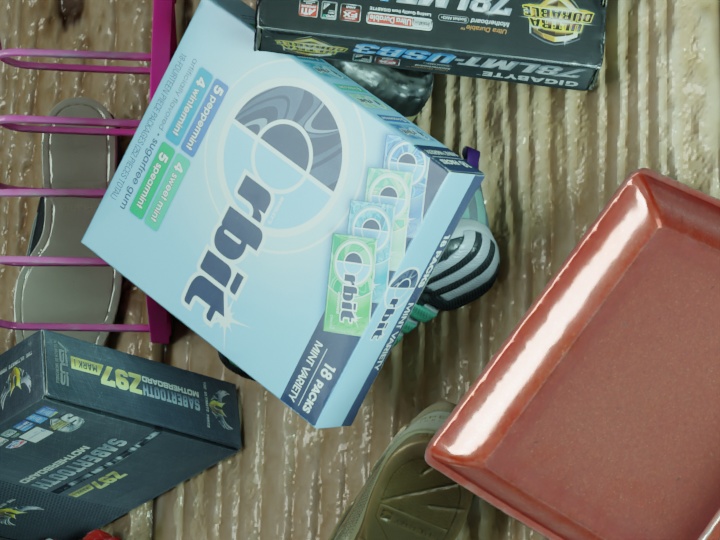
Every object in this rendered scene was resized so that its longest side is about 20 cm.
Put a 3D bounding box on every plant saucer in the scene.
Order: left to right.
[{"bbox_3d":[0.155,0.060,1.422,0.200,0.037,0.199,-53,39,-7],"label":"plant saucer"}]

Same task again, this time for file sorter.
[{"bbox_3d":[-0.182,-0.071,1.790,0.139,0.124,0.202,98,173,-70],"label":"file sorter"}]

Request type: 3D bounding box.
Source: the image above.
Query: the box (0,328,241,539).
[{"bbox_3d":[-0.197,0.112,1.759,0.199,0.157,0.051,-29,56,39],"label":"box"}]

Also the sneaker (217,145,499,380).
[{"bbox_3d":[0.000,0.000,1.650,0.199,0.074,0.088,-25,48,30],"label":"sneaker"}]

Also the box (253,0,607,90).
[{"bbox_3d":[0.047,-0.212,1.577,0.050,0.198,0.200,102,173,-77],"label":"box"}]

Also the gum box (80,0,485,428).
[{"bbox_3d":[-0.048,-0.035,1.596,0.200,0.044,0.171,37,108,26],"label":"gum box"}]

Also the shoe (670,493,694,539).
[{"bbox_3d":[0.143,0.188,1.415,0.070,0.053,0.201,3,65,63],"label":"shoe"}]

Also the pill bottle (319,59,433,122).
[{"bbox_3d":[-0.026,-0.104,1.675,0.200,0.111,0.112,-53,43,22],"label":"pill bottle"}]

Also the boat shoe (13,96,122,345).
[{"bbox_3d":[-0.194,-0.015,1.899,0.063,0.072,0.202,79,-164,-82],"label":"boat shoe"}]

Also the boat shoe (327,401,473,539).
[{"bbox_3d":[0.015,0.166,1.572,0.201,0.071,0.065,-61,5,26],"label":"boat shoe"}]

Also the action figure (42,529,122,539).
[{"bbox_3d":[-0.151,0.208,1.760,0.200,0.051,0.066,22,98,53],"label":"action figure"}]
